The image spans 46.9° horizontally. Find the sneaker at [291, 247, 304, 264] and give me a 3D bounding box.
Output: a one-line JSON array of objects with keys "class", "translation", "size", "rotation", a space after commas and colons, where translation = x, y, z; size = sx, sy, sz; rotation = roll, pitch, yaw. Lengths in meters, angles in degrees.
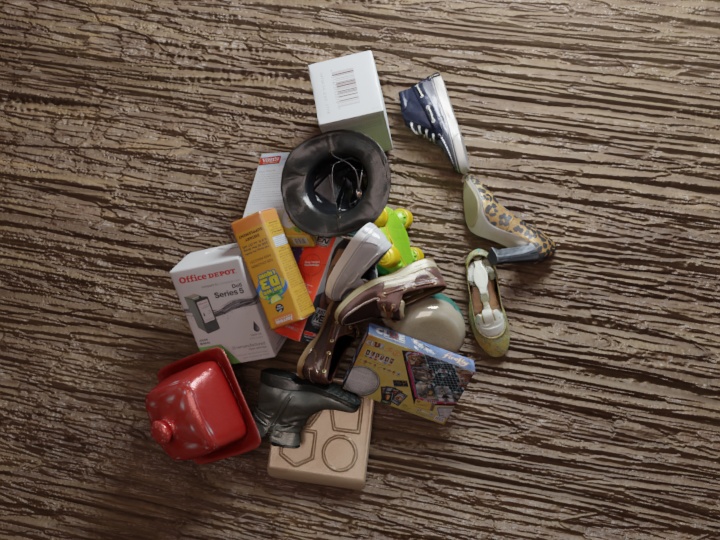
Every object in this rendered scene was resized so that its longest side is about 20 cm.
[{"class": "sneaker", "translation": [-0.109, -0.044, 1.556], "size": [0.114, 0.073, 0.201], "rotation": [-11, 83, 3]}]

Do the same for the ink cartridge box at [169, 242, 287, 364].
[{"class": "ink cartridge box", "translation": [-0.237, 0.062, 1.502], "size": [0.145, 0.084, 0.201], "rotation": [-11, 111, 18]}]

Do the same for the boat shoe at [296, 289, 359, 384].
[{"class": "boat shoe", "translation": [-0.038, 0.118, 1.503], "size": [0.070, 0.070, 0.200], "rotation": [10, 62, 36]}]

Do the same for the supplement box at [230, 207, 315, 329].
[{"class": "supplement box", "translation": [-0.150, -0.003, 1.437], "size": [0.066, 0.069, 0.201], "rotation": [-21, 94, 20]}]

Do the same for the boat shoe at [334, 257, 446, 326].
[{"class": "boat shoe", "translation": [0.054, 0.052, 1.419], "size": [0.199, 0.072, 0.072], "rotation": [-25, 60, -10]}]

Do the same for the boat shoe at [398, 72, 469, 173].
[{"class": "boat shoe", "translation": [0.136, -0.263, 1.552], "size": [0.092, 0.075, 0.201], "rotation": [-19, 75, 12]}]

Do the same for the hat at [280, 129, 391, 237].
[{"class": "hat", "translation": [-0.035, -0.149, 1.447], "size": [0.200, 0.081, 0.201], "rotation": [0, 90, 16]}]

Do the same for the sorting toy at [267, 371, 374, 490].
[{"class": "sorting toy", "translation": [-0.071, 0.295, 1.538], "size": [0.184, 0.036, 0.201], "rotation": [6, 89, 8]}]

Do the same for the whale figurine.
[{"class": "whale figurine", "translation": [0.096, 0.118, 1.508], "size": [0.159, 0.104, 0.200], "rotation": [41, 115, -20]}]

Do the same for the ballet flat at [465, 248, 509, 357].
[{"class": "ballet flat", "translation": [0.227, 0.058, 1.505], "size": [0.070, 0.071, 0.201], "rotation": [-10, 83, 6]}]

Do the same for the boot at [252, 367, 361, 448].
[{"class": "boot", "translation": [-0.102, 0.261, 1.500], "size": [0.199, 0.068, 0.131], "rotation": [13, 97, 13]}]

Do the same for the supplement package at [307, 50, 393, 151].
[{"class": "supplement package", "translation": [-0.014, -0.290, 1.498], "size": [0.117, 0.200, 0.117], "rotation": [-13, 77, 5]}]

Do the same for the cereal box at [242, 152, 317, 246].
[{"class": "cereal box", "translation": [-0.134, -0.133, 1.529], "size": [0.143, 0.040, 0.201], "rotation": [0, 56, 18]}]

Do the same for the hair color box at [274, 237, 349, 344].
[{"class": "hair color box", "translation": [-0.078, 0.034, 1.523], "size": [0.061, 0.101, 0.201], "rotation": [17, 87, 28]}]

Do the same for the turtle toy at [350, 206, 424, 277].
[{"class": "turtle toy", "translation": [0.042, -0.029, 1.510], "size": [0.101, 0.146, 0.201], "rotation": [-19, 81, 27]}]

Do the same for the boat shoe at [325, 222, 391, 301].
[{"class": "boat shoe", "translation": [0.000, 0.000, 1.433], "size": [0.068, 0.072, 0.200], "rotation": [42, 134, 11]}]

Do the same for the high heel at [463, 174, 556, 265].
[{"class": "high heel", "translation": [0.272, -0.096, 1.533], "size": [0.142, 0.071, 0.201], "rotation": [-5, 61, -24]}]

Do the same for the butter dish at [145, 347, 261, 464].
[{"class": "butter dish", "translation": [-0.308, 0.262, 1.475], "size": [0.200, 0.148, 0.200], "rotation": [-22, 90, 37]}]

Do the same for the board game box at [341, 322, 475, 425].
[{"class": "board game box", "translation": [0.084, 0.184, 1.468], "size": [0.199, 0.035, 0.136], "rotation": [21, 121, -7]}]
